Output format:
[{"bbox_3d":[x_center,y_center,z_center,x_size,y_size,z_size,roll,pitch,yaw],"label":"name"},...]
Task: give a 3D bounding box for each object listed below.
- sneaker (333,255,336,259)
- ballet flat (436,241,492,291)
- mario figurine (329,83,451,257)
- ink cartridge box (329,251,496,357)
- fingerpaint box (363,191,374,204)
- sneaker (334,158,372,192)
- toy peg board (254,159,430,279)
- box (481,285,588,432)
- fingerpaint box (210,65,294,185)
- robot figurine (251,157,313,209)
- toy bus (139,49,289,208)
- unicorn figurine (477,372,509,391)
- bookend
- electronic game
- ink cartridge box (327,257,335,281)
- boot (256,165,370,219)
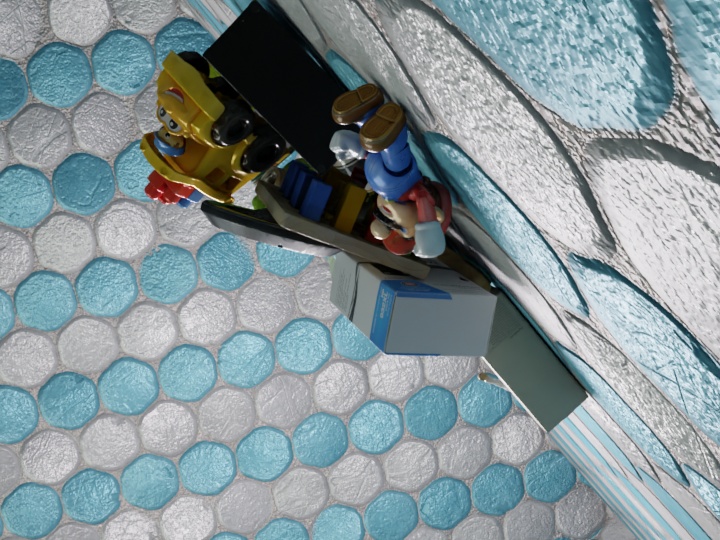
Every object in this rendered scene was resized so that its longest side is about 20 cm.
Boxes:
[{"bbox_3d":[0.000,0.000,1.301,0.199,0.082,0.074,24,177,43],"label":"sneaker"},{"bbox_3d":[0.122,-0.006,1.243,0.069,0.063,0.200,46,-178,-24],"label":"ballet flat"},{"bbox_3d":[0.025,-0.079,0.861,0.200,0.105,0.124,60,-153,-48],"label":"mario figurine"},{"bbox_3d":[0.062,0.037,1.123,0.144,0.084,0.200,3,-164,-23],"label":"ink cartridge box"},{"bbox_3d":[0.018,-0.046,1.511,0.073,0.168,0.200,16,177,4],"label":"fingerpaint box"},{"bbox_3d":[-0.024,-0.166,1.363,0.080,0.078,0.200,55,177,-22],"label":"sneaker"},{"bbox_3d":[-0.013,-0.091,1.105,0.198,0.098,0.200,20,-170,-21],"label":"toy peg board"},{"bbox_3d":[0.220,0.122,1.204,0.200,0.082,0.068,51,179,-10],"label":"box"},{"bbox_3d":[-0.187,-0.278,1.484,0.200,0.167,0.073,48,178,1],"label":"fingerpaint box"},{"bbox_3d":[-0.099,-0.116,1.482,0.116,0.175,0.200,57,-155,-26],"label":"robot figurine"},{"bbox_3d":[-0.219,-0.165,1.135,0.136,0.192,0.200,49,-173,23],"label":"toy bus"},{"bbox_3d":[0.256,0.167,1.361,0.137,0.074,0.200,25,-173,-36],"label":"unicorn figurine"},{"bbox_3d":[-0.089,-0.230,1.101,0.200,0.092,0.199,45,-175,-9],"label":"bookend"},{"bbox_3d":[-0.111,-0.059,1.130,0.199,0.042,0.200,15,-175,-1],"label":"electronic game"},{"bbox_3d":[-0.020,-0.087,1.518,0.057,0.164,0.200,9,-158,-16],"label":"ink cartridge box"},{"bbox_3d":[-0.041,-0.101,1.301,0.199,0.073,0.181,31,159,-24],"label":"boot"}]
